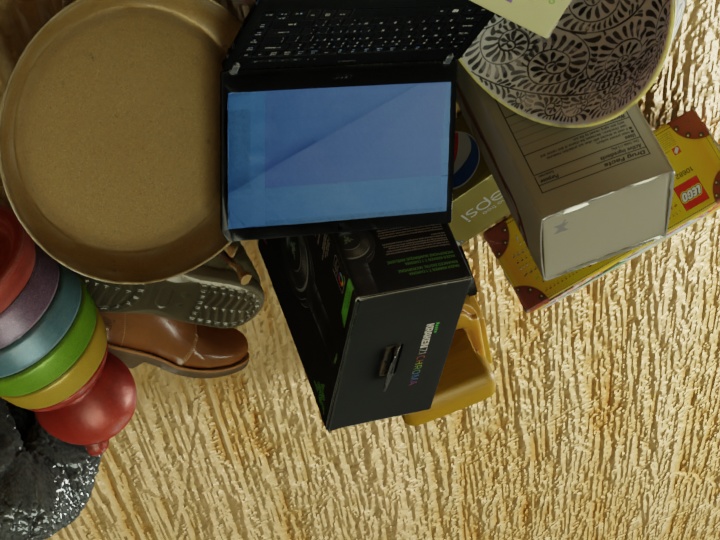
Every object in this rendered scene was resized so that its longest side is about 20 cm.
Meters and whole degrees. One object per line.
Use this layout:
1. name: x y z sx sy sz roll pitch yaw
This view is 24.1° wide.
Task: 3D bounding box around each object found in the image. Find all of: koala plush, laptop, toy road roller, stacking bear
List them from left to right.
1. koala plush: -0.314 0.160 1.375 0.177 0.184 0.200 6 149 -35
2. stacking bear: -0.237 0.056 1.239 0.113 0.122 0.200 -11 137 24
3. laptop: 0.007 -0.109 1.106 0.177 0.104 0.200 -6 161 -23
4. toy road roller: 0.058 0.079 1.477 0.123 0.146 0.200 -20 146 -3

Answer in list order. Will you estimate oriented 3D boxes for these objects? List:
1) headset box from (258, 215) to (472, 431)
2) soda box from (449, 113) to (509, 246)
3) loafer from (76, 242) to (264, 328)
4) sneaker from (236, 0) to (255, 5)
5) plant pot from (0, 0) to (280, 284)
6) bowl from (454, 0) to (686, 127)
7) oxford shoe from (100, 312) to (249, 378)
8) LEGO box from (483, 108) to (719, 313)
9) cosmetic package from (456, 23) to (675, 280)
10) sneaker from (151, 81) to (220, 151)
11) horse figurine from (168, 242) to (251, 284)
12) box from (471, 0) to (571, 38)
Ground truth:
1. headset box: 0.000 0.000 1.286 0.092 0.200 0.174 -10 145 -18
2. soda box: 0.114 -0.095 1.336 0.200 0.068 0.064 -34 146 18
3. loafer: -0.171 -0.008 1.299 0.200 0.068 0.076 17 132 -23
4. sneaker: -0.035 -0.182 1.119 0.199 0.080 0.096 5 149 -23
5. plant pot: -0.147 -0.091 1.113 0.200 0.027 0.201 -9 108 -28
6. bowl: 0.148 -0.205 1.133 0.094 0.201 0.201 -31 158 -41
7. oxford shoe: -0.156 0.044 1.385 0.200 0.071 0.071 13 99 -52
8. LEGO box: 0.214 -0.048 1.403 0.200 0.077 0.149 -31 174 13
9. cosmetic package: 0.138 -0.107 1.213 0.103 0.200 0.087 -18 148 -4
10. sneaker: -0.112 -0.132 1.180 0.199 0.077 0.089 -4 111 -24
11. horse figurine: -0.152 -0.044 1.228 0.200 0.133 0.050 -1 130 -50
12. box: 0.068 -0.264 0.971 0.200 0.097 0.176 25 132 -9
